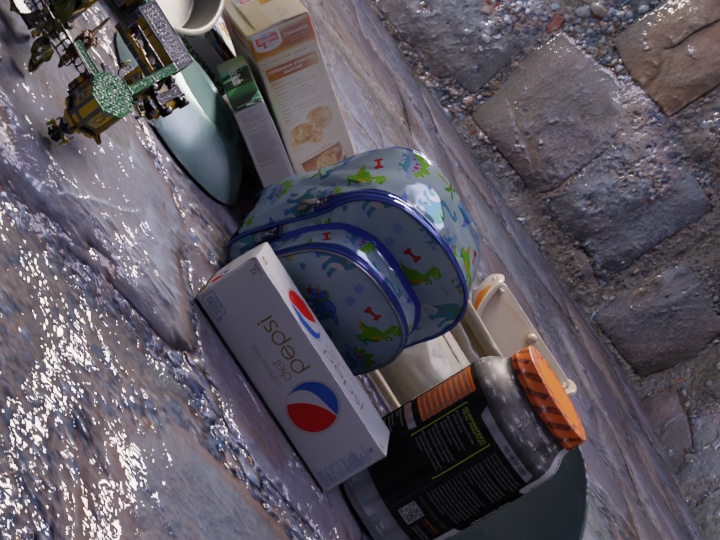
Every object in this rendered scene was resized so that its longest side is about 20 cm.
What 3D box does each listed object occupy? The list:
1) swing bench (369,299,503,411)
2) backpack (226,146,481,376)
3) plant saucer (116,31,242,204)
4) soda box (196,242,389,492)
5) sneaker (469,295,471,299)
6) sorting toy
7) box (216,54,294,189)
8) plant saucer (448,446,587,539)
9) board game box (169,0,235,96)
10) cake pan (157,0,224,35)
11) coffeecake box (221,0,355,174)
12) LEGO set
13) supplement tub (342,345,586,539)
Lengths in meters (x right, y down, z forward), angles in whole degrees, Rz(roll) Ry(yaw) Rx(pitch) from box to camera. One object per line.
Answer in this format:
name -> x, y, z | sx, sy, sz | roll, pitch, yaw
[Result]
swing bench -> 0.076, 0.088, 1.810 | 0.200, 0.129, 0.200 | 58, 6, 0
backpack -> 0.000, 0.000, 1.505 | 0.183, 0.199, 0.147 | 55, 31, -24
plant saucer -> -0.163, -0.159, 1.629 | 0.202, 0.039, 0.201 | 56, 11, -16
soda box -> -0.054, 0.080, 1.408 | 0.201, 0.063, 0.068 | 58, 11, -8
sneaker -> 0.078, 0.014, 2.143 | 0.200, 0.081, 0.089 | 37, 24, -42
sorting toy -> 0.203, 0.099, 2.423 | 0.201, 0.107, 0.180 | 56, 4, -13
box -> -0.097, -0.126, 1.691 | 0.200, 0.036, 0.145 | -119, -173, -67
plant saucer -> 0.148, 0.227, 1.550 | 0.039, 0.201, 0.202 | 21, 32, -33
board game box -> -0.203, -0.294, 1.817 | 0.200, 0.034, 0.127 | 51, 14, -32
cake pan -> -0.211, -0.329, 1.707 | 0.200, 0.037, 0.202 | 36, 46, -47
coffeecake box -> -0.078, -0.200, 1.815 | 0.154, 0.073, 0.201 | -125, -167, -59
LEGO set -> -0.232, -0.181, 1.302 | 0.200, 0.116, 0.154 | 53, 41, -10
supplement tub -> 0.089, 0.157, 1.477 | 0.123, 0.199, 0.123 | 55, 12, -18
